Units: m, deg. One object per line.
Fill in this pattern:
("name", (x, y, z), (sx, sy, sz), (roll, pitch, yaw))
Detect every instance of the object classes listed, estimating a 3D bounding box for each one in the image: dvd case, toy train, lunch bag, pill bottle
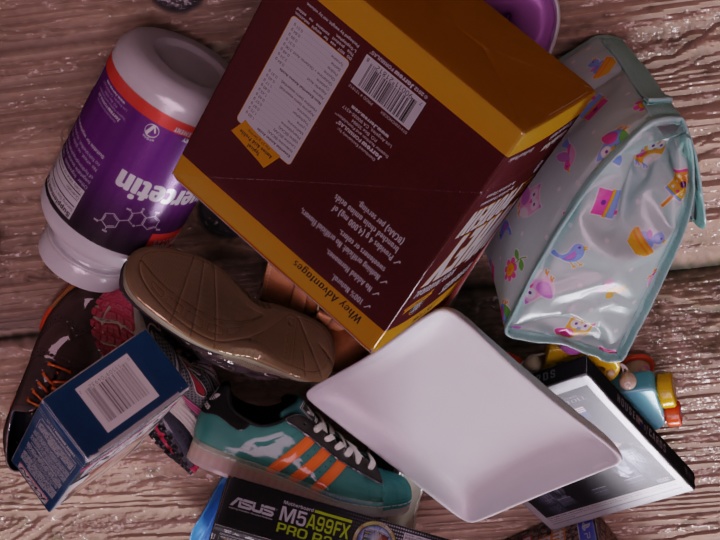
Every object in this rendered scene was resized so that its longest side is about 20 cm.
("dvd case", (0.184, 0.158, 1.139), (0.150, 0.025, 0.200), (-23, 131, 30))
("toy train", (0.184, 0.099, 1.132), (0.200, 0.056, 0.150), (24, 136, -19))
("lunch bag", (0.177, -0.062, 0.967), (0.122, 0.171, 0.200), (15, 118, -13))
("pill bottle", (-0.176, -0.081, 1.002), (0.112, 0.113, 0.200), (27, 118, -13))

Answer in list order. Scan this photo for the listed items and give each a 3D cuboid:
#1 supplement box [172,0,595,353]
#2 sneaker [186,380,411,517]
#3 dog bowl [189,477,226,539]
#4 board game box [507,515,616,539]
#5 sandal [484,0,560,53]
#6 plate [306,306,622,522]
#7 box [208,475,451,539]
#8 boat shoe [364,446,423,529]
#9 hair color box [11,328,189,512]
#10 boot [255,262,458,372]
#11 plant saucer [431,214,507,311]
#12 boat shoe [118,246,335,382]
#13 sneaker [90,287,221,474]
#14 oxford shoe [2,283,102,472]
("supplement box", (0.013, -0.094, 0.895), (0.197, 0.133, 0.200), (41, 123, 11))
("sneaker", (-0.043, 0.153, 1.105), (0.199, 0.071, 0.080), (17, 95, -9))
("dog bowl", (-0.084, 0.213, 1.207), (0.111, 0.050, 0.200), (24, 119, -11))
("board game box", (0.178, 0.346, 1.247), (0.200, 0.097, 0.160), (-28, 115, 18))
("sandal", (0.083, -0.138, 0.995), (0.082, 0.050, 0.203), (32, 116, -16))
("plate", (0.084, 0.119, 1.064), (0.199, 0.032, 0.200), (39, 138, -15))
("box", (-0.031, 0.241, 1.112), (0.199, 0.044, 0.160), (17, 157, -2))
("boat shoe", (0.018, 0.220, 1.212), (0.067, 0.057, 0.200), (-8, 132, -36))
("hair color box", (-0.213, 0.125, 1.033), (0.061, 0.100, 0.200), (52, 151, 3))
("boot", (0.000, 0.000, 1.075), (0.155, 0.077, 0.200), (22, 126, -6))
("plant saucer", (0.037, -0.102, 0.981), (0.199, 0.037, 0.200), (38, 122, 13))
("boat shoe", (-0.112, 0.044, 1.026), (0.200, 0.072, 0.065), (25, 146, -33))
("sneaker", (-0.169, 0.085, 1.115), (0.075, 0.081, 0.200), (-40, 135, -22))
("oxford shoe", (-0.263, 0.096, 1.131), (0.071, 0.073, 0.200), (22, 118, -10))
